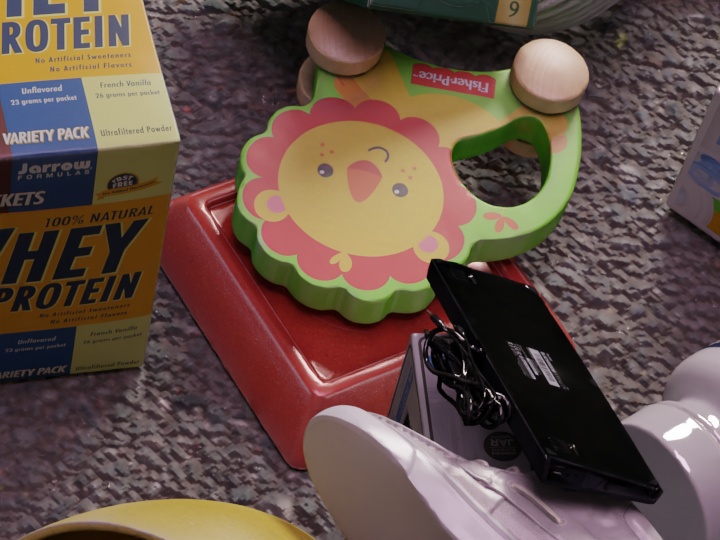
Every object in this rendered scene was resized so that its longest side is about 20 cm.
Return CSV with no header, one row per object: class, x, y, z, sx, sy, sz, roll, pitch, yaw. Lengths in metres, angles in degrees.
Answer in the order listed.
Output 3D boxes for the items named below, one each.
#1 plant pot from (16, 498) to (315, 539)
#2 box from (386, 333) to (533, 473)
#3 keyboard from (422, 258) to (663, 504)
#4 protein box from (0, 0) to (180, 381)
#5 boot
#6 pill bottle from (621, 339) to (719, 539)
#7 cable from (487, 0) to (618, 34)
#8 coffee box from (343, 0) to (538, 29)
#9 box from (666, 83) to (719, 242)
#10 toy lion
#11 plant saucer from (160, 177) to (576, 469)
plant pot,-0.078,0.193,1.258,0.200,0.200,0.142,34,28,15
box,0.056,0.145,1.350,0.060,0.117,0.200,1,53,-11
keyboard,0.075,0.060,1.308,0.104,0.040,0.200,18,22,-26
protein box,-0.193,-0.075,1.415,0.135,0.200,0.199,-6,54,-16
boot,0.069,0.125,1.263,0.200,0.074,0.096,41,45,19
pill bottle,0.238,0.087,1.433,0.200,0.120,0.120,-25,61,-27
cable,0.114,-0.251,1.636,0.200,0.069,0.200,41,99,35
coffee box,0.008,-0.187,1.557,0.123,0.044,0.200,5,11,-31
box,0.305,-0.044,1.552,0.200,0.113,0.101,36,53,16
toy lion,0.028,-0.055,1.496,0.199,0.069,0.192,9,58,-5
plant saucer,0.000,0.000,1.503,0.200,0.037,0.200,-20,59,-26
